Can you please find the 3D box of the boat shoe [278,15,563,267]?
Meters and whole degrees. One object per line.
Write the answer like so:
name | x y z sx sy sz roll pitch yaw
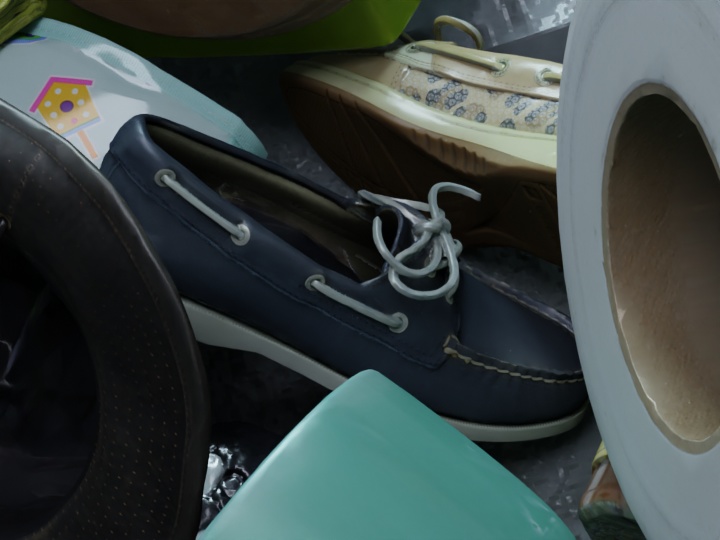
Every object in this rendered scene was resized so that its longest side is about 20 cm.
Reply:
boat shoe | 0.053 -0.049 0.853 0.200 0.073 0.063 22 61 40

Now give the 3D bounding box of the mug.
mug | -0.006 0.132 0.711 0.114 0.152 0.185 37 46 9

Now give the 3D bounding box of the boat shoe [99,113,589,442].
boat shoe | 0.000 0.000 0.796 0.199 0.062 0.075 22 29 -14

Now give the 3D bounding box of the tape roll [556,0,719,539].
tape roll | 0.153 -0.010 0.675 0.139 0.203 0.203 -8 55 -13

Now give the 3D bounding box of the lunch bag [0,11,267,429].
lunch bag | -0.147 -0.006 0.866 0.199 0.122 0.171 19 66 31

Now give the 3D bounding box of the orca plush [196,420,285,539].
orca plush | -0.104 0.123 0.784 0.071 0.105 0.200 37 102 9

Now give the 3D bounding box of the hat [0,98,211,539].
hat | -0.118 0.030 0.737 0.200 0.081 0.202 3 97 26

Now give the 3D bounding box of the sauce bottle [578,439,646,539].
sauce bottle | 0.138 0.013 0.807 0.064 0.065 0.201 15 63 23

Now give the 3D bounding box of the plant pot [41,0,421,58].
plant pot | -0.066 -0.213 0.896 0.198 0.182 0.200 2 51 30

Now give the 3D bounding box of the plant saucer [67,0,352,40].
plant saucer | -0.076 -0.155 0.795 0.199 0.201 0.030 9 46 21

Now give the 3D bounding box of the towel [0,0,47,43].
towel | -0.208 -0.117 0.891 0.086 0.018 0.200 -38 45 -20
